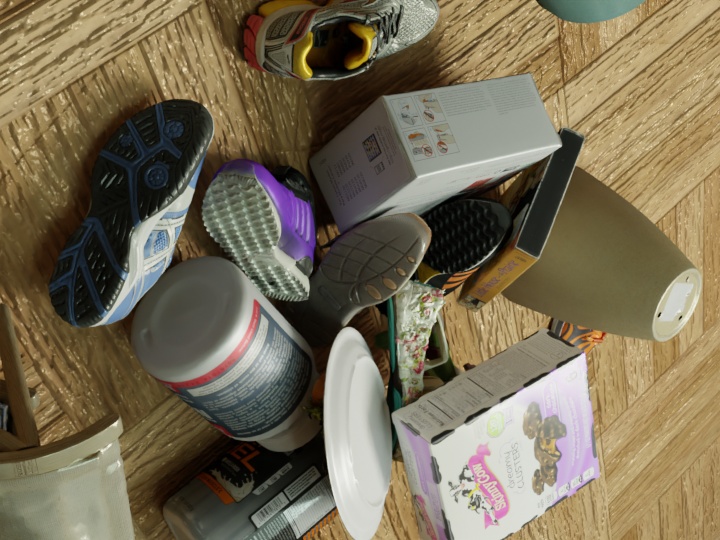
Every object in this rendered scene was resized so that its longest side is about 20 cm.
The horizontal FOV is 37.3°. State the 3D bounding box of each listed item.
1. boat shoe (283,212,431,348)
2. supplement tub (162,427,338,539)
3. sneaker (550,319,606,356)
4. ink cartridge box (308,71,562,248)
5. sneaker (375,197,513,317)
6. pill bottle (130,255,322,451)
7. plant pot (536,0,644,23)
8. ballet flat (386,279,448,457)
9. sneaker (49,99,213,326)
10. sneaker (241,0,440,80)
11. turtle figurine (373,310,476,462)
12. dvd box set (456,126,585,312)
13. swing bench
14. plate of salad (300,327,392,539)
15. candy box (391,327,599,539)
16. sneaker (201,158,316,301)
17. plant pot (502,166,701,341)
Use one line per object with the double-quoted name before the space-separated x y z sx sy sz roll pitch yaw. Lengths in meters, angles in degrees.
"boat shoe" 0.000 0.000 1.037 0.200 0.076 0.072 -37 -177 40
"supplement tub" -0.091 0.227 1.092 0.200 0.122 0.123 -37 136 -24
"sneaker" 0.327 0.064 1.417 0.077 0.112 0.202 -3 116 -44
"ink cartridge box" 0.060 -0.106 1.037 0.199 0.084 0.175 -16 169 -39
"sneaker" 0.095 -0.020 1.112 0.090 0.070 0.200 -15 163 -47
"pill bottle" -0.109 0.087 0.985 0.120 0.119 0.200 -49 139 -10
"plant pot" 0.200 -0.342 0.981 0.201 0.200 0.196 -55 147 -3
"ballet flat" 0.058 0.103 1.087 0.063 0.076 0.202 -2 116 -6
"sneaker" -0.181 -0.047 0.868 0.201 0.075 0.077 -59 166 -1
"sneaker" -0.003 -0.203 0.936 0.199 0.082 0.078 -25 131 -33
"turtle figurine" 0.064 0.142 1.209 0.143 0.200 0.195 -29 109 -21
"dvd box set" 0.165 -0.049 1.126 0.147 0.029 0.200 -65 -177 -20
"swing bench" -0.269 0.168 0.813 0.129 0.200 0.200 -24 130 -33
"plate of salad" -0.011 0.155 1.015 0.200 0.048 0.202 -7 90 -75
"candy box" 0.143 0.182 1.097 0.199 0.071 0.169 -27 122 -23
"sneaker" -0.082 -0.058 0.948 0.201 0.069 0.100 73 29 -61
"plant pot" 0.297 -0.002 1.279 0.186 0.200 0.189 -24 130 -32
